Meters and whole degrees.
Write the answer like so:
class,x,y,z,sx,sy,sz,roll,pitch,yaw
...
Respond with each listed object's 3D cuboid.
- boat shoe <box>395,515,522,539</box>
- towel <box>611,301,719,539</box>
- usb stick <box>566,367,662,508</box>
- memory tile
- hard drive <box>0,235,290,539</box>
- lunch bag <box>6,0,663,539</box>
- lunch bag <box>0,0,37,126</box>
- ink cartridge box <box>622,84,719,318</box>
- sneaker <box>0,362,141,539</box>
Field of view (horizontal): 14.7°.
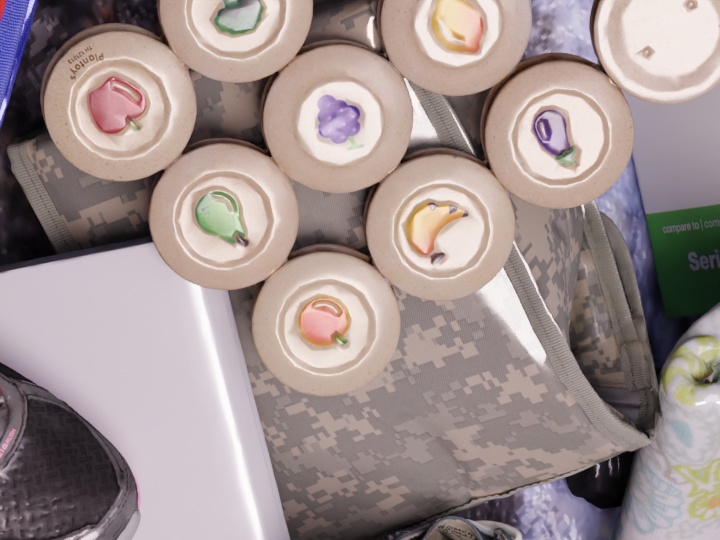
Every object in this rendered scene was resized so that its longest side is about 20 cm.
class,x,y,z,sx,sy,sz,roll,pitch,yaw
boat shoe,0.035,0.116,0.976,0.200,0.076,0.060,-13,101,-64
towel,0.181,0.040,1.098,0.200,0.171,0.048,-33,61,-23
usb stick,0.172,0.062,1.195,0.200,0.033,0.056,-7,95,-32
memory tile,0.011,-0.066,0.907,0.200,0.017,0.153,-41,102,7
hard drive,-0.089,0.093,0.975,0.027,0.132,0.200,-28,106,-64
lunch bag,0.000,0.000,1.006,0.200,0.164,0.118,64,24,-12
lunch bag,-0.177,-0.113,0.914,0.150,0.094,0.200,18,104,-3
ink cartridge box,0.186,-0.093,1.186,0.146,0.083,0.200,-15,94,-32
sneaker,-0.161,0.035,0.911,0.200,0.095,0.079,29,64,5
